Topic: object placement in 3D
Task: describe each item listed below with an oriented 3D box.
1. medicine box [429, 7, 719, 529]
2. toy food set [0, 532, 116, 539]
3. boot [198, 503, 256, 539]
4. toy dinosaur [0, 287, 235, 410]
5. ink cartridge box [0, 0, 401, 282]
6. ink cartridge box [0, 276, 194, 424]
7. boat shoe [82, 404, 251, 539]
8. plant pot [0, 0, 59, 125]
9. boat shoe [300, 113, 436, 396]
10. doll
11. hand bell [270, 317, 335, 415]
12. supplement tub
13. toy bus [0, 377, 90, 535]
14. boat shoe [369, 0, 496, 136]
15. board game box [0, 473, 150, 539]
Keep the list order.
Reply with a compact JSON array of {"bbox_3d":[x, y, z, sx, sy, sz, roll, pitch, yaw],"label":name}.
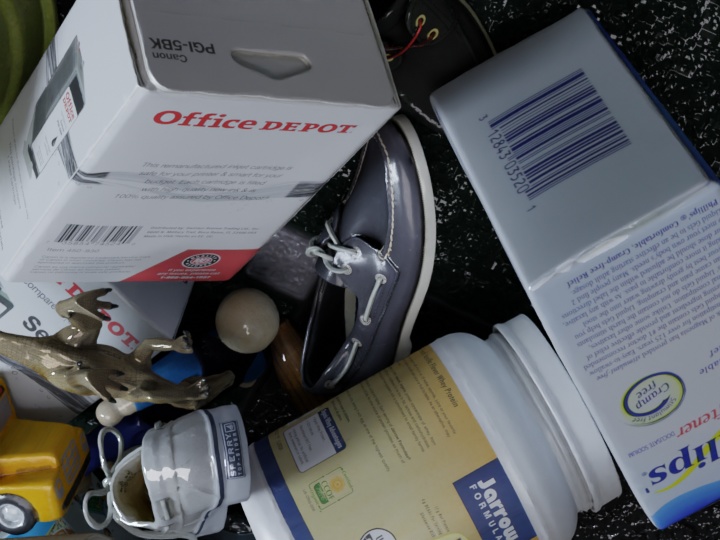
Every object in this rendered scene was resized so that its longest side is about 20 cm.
[{"bbox_3d":[0.138,-0.002,0.764,0.102,0.183,0.201,-28,128,6],"label":"medicine box"},{"bbox_3d":[-0.196,0.211,0.896,0.142,0.061,0.200,-7,156,16],"label":"toy food set"},{"bbox_3d":[-0.055,0.225,0.957,0.076,0.200,0.169,-23,126,-12],"label":"boot"},{"bbox_3d":[-0.156,0.050,0.790,0.198,0.059,0.101,19,157,-22],"label":"toy dinosaur"},{"bbox_3d":[-0.095,-0.073,0.751,0.145,0.084,0.200,0,154,-34],"label":"ink cartridge box"},{"bbox_3d":[-0.222,0.025,0.894,0.199,0.084,0.146,-36,112,25],"label":"ink cartridge box"},{"bbox_3d":[-0.120,0.123,0.834,0.085,0.202,0.076,-7,81,-15],"label":"boat shoe"},{"bbox_3d":[-0.278,-0.103,0.755,0.198,0.185,0.202,2,123,3],"label":"plant pot"},{"bbox_3d":[0.000,0.000,0.860,0.062,0.073,0.202,-8,131,-19],"label":"boat shoe"},{"bbox_3d":[-0.121,0.077,0.912,0.200,0.136,0.049,-39,73,31],"label":"doll"},{"bbox_3d":[-0.010,0.120,0.957,0.103,0.104,0.202,-20,107,17],"label":"hand bell"},{"bbox_3d":[0.040,0.127,0.854,0.199,0.145,0.145,-29,119,-2],"label":"supplement tub"},{"bbox_3d":[-0.269,0.113,0.865,0.197,0.065,0.079,-6,116,11],"label":"toy bus"},{"bbox_3d":[0.010,-0.141,0.781,0.073,0.063,0.202,-31,117,20],"label":"boat shoe"},{"bbox_3d":[-0.196,0.258,1.039,0.147,0.064,0.201,-34,102,24],"label":"board game box"}]
